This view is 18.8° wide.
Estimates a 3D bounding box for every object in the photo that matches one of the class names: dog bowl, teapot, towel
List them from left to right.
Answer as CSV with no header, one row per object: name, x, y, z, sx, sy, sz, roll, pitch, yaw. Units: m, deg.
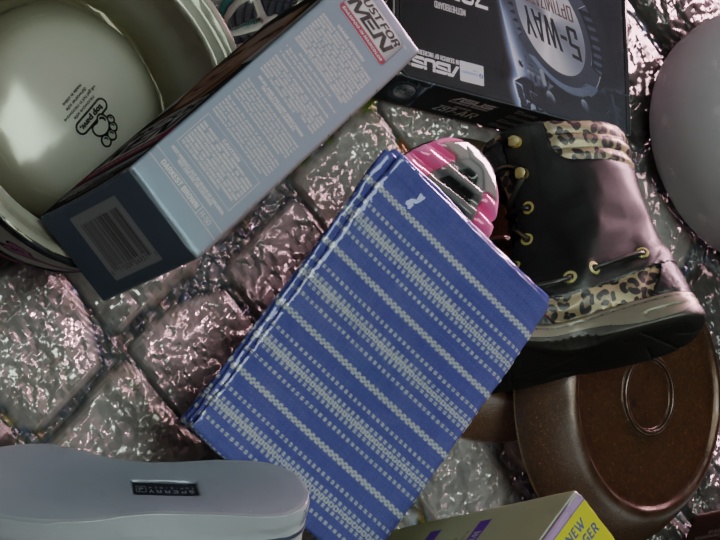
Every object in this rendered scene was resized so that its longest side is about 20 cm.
dog bowl,-0.162,-0.089,1.203,0.200,0.074,0.201,12,70,-35
towel,0.007,0.049,1.220,0.145,0.024,0.200,43,75,-22
teapot,0.309,-0.107,1.513,0.200,0.146,0.198,46,55,-16

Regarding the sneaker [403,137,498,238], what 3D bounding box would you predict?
sneaker,0.000,0.000,1.280,0.079,0.095,0.200,47,69,-14

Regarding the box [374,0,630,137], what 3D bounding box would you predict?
box,0.088,-0.176,1.432,0.199,0.043,0.161,12,70,-34

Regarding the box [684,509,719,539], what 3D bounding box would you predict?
box,0.235,0.260,1.403,0.100,0.075,0.200,43,58,-20

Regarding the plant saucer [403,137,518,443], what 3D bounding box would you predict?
plant saucer,0.085,0.009,1.387,0.200,0.032,0.201,10,72,-33

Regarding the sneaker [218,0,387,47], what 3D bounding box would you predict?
sneaker,-0.009,-0.204,1.338,0.200,0.080,0.078,-39,146,-13

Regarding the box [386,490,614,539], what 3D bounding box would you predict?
box,0.038,0.225,1.184,0.097,0.200,0.176,52,53,-13

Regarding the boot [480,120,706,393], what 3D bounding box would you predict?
boot,0.099,-0.010,1.332,0.199,0.073,0.151,-9,63,-9

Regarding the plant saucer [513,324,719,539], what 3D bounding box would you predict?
plant saucer,0.176,0.081,1.406,0.200,0.034,0.201,3,86,-45

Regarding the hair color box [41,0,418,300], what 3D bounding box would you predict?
hair color box,-0.068,-0.074,1.159,0.061,0.099,0.200,54,53,-11

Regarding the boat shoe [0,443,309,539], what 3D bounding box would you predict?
boat shoe,-0.131,0.146,1.159,0.201,0.075,0.086,2,119,-14
